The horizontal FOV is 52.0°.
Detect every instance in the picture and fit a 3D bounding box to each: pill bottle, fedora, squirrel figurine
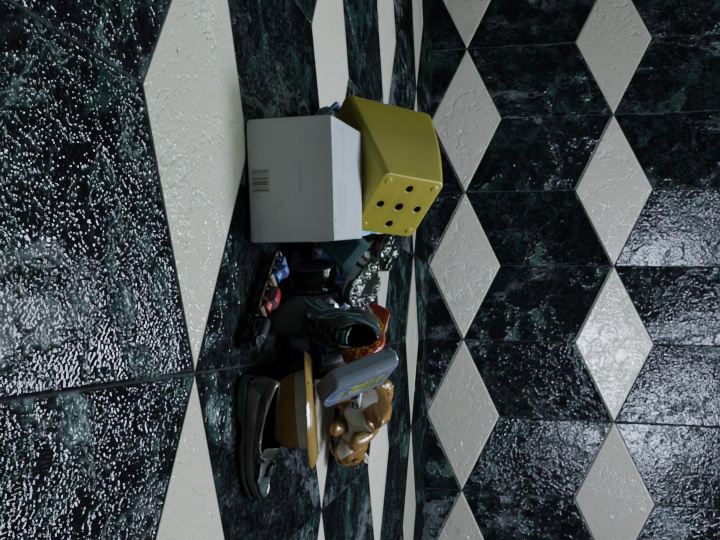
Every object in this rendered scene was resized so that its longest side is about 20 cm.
[{"bbox_3d":[-0.081,0.088,1.356,0.112,0.110,0.204,-50,139,-71],"label":"pill bottle"},{"bbox_3d":[-0.114,0.233,1.234,0.201,0.080,0.204,176,-90,-87],"label":"fedora"},{"bbox_3d":[0.004,0.343,1.667,0.200,0.140,0.189,-45,149,-58],"label":"squirrel figurine"}]

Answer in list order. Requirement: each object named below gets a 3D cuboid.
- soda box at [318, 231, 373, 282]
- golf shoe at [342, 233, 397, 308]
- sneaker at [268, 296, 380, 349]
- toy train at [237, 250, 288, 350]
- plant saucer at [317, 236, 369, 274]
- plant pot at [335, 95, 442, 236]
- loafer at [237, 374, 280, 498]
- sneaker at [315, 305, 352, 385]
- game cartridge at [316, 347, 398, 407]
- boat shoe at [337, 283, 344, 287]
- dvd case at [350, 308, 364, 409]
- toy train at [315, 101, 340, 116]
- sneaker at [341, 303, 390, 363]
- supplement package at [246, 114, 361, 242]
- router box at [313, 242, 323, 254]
[{"bbox_3d":[-0.016,-0.070,1.515,0.068,0.063,0.202,62,37,-38],"label":"soda box"},{"bbox_3d":[0.000,0.000,1.383,0.201,0.087,0.078,-55,145,-48],"label":"golf shoe"},{"bbox_3d":[-0.058,0.092,1.262,0.079,0.196,0.077,-122,-142,-73],"label":"sneaker"},{"bbox_3d":[-0.151,0.044,1.185,0.034,0.045,0.202,77,18,-46],"label":"toy train"},{"bbox_3d":[-0.051,-0.067,1.390,0.019,0.070,0.200,35,7,-39],"label":"plant saucer"},{"bbox_3d":[0.042,-0.179,1.399,0.201,0.197,0.178,-58,-140,35],"label":"plant pot"},{"bbox_3d":[-0.152,0.263,1.147,0.072,0.062,0.204,-47,136,-71],"label":"loafer"},{"bbox_3d":[-0.041,0.156,1.518,0.071,0.072,0.203,-3,110,-58],"label":"sneaker"},{"bbox_3d":[-0.012,0.192,1.296,0.200,0.131,0.041,110,-38,-69],"label":"game cartridge"},{"bbox_3d":[-0.031,0.034,1.588,0.074,0.067,0.199,-67,165,19],"label":"boat shoe"},{"bbox_3d":[-0.005,0.169,1.533,0.202,0.022,0.147,84,13,-46],"label":"dvd case"},{"bbox_3d":[-0.030,-0.265,1.555,0.200,0.087,0.114,50,-6,-40],"label":"toy train"},{"bbox_3d":[0.012,0.135,1.378,0.200,0.072,0.078,-48,158,-63],"label":"sneaker"},{"bbox_3d":[-0.088,-0.146,1.235,0.200,0.144,0.195,-14,104,-77],"label":"supplement package"},{"bbox_3d":[-0.052,-0.113,1.626,0.200,0.048,0.183,40,51,-74],"label":"router box"}]
